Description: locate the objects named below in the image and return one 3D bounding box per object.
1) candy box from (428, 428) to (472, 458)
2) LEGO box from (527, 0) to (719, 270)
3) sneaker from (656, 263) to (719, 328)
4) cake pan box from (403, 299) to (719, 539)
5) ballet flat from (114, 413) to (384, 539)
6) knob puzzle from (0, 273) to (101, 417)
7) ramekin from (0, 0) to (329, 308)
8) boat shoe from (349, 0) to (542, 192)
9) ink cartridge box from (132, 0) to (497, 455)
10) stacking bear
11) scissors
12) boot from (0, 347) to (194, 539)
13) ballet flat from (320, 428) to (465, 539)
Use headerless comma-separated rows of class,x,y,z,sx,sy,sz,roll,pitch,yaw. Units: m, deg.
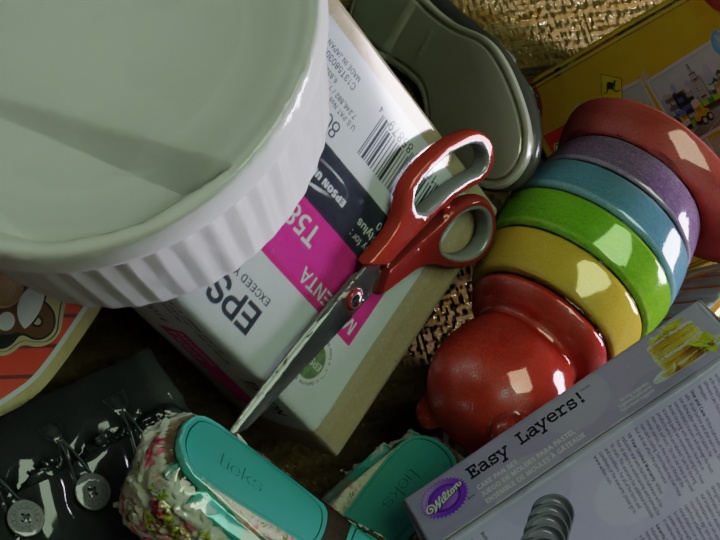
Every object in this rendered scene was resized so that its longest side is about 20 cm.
candy box,0.129,0.143,1.049,0.199,0.061,0.137,27,59,-25
LEGO box,0.205,-0.089,1.096,0.077,0.200,0.150,-31,93,-37
sneaker,0.169,0.069,1.028,0.077,0.078,0.200,55,51,-21
cake pan box,0.144,0.141,0.939,0.184,0.052,0.200,-34,124,1
ballet flat,-0.030,0.142,0.854,0.200,0.064,0.076,42,34,-10
knob puzzle,-0.191,-0.007,0.845,0.219,0.030,0.221,-9,105,-36
ramekin,-0.104,-0.077,0.782,0.201,0.094,0.204,-5,64,9
boat shoe,0.060,-0.106,1.034,0.057,0.067,0.200,20,24,-39
ink cartridge box,-0.040,-0.031,0.915,0.165,0.075,0.200,-57,133,-16
stacking bear,0.107,0.015,0.979,0.200,0.121,0.114,-53,135,-25
scissors,0.000,0.000,0.902,0.200,0.014,0.074,-35,128,-31
boot,-0.143,0.145,0.863,0.199,0.065,0.166,-23,90,-43
ballet flat,-0.020,0.160,0.931,0.199,0.064,0.076,-34,64,-22
